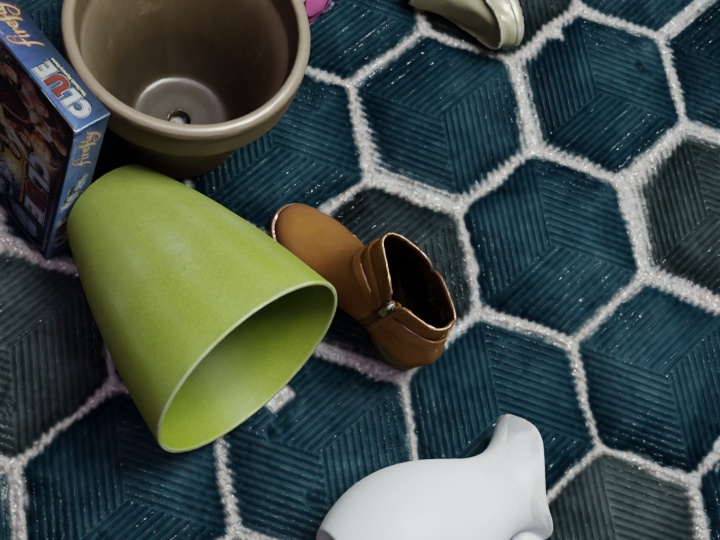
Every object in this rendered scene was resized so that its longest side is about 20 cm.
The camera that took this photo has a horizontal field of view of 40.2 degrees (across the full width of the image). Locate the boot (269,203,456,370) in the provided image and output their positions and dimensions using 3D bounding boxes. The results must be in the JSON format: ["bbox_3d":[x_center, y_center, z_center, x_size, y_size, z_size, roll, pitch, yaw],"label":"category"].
[{"bbox_3d":[0.000,0.000,0.847,0.076,0.155,0.201,-35,82,-16],"label":"boot"}]

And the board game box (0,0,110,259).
[{"bbox_3d":[-0.277,-0.113,0.815,0.136,0.200,0.034,48,54,7],"label":"board game box"}]

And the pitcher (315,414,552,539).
[{"bbox_3d":[0.075,0.235,0.820,0.198,0.121,0.174,-19,88,-25],"label":"pitcher"}]

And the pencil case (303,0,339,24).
[{"bbox_3d":[-0.108,-0.324,0.961,0.200,0.091,0.094,47,108,4],"label":"pencil case"}]

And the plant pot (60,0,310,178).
[{"bbox_3d":[-0.152,-0.169,0.859,0.197,0.175,0.204,4,70,-11],"label":"plant pot"}]

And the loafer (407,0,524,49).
[{"bbox_3d":[0.082,-0.286,0.988,0.068,0.076,0.200,-39,74,-15],"label":"loafer"}]

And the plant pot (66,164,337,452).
[{"bbox_3d":[-0.152,0.013,0.824,0.186,0.188,0.200,-39,70,-17],"label":"plant pot"}]
